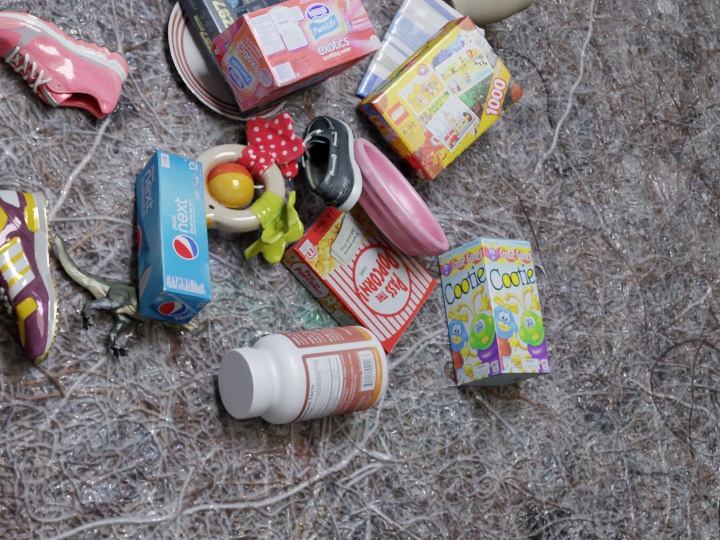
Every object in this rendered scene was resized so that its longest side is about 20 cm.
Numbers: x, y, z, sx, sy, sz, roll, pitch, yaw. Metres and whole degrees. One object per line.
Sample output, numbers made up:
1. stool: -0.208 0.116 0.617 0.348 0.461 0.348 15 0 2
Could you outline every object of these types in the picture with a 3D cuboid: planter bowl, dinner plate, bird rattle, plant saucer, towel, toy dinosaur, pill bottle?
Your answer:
1. planter bowl: 0.165 -0.473 1.706 0.134 0.200 0.201 -35 98 -13
2. dinner plate: -0.178 -0.298 1.472 0.199 0.024 0.201 13 67 -33
3. bird rattle: -0.145 -0.116 1.389 0.162 0.113 0.201 -1 69 -19
4. plant saucer: 0.045 -0.094 1.503 0.201 0.051 0.201 48 12 -14
5. towel: 0.095 -0.320 1.638 0.147 0.024 0.201 31 83 -24
6. toy dinosaur: -0.289 0.044 1.257 0.200 0.047 0.088 33 48 -23
7. pill bottle: -0.073 0.132 1.348 0.199 0.112 0.113 -3 77 -38

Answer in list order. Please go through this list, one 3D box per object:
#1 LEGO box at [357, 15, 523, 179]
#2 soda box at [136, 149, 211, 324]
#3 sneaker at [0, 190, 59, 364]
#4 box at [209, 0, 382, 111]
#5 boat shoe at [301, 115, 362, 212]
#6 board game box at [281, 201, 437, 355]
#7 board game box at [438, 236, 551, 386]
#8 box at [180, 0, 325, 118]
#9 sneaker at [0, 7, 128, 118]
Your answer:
1. LEGO box: 0.120 -0.256 1.599 0.200 0.077 0.149 -44 106 -11
2. soda box: -0.228 -0.041 1.289 0.064 0.068 0.201 14 53 -33
3. sneaker: -0.389 0.008 1.180 0.090 0.075 0.201 -1 69 -29
4. box: -0.083 -0.296 1.403 0.200 0.094 0.103 -31 97 -39
5. boat shoe: -0.048 -0.159 1.448 0.060 0.076 0.200 26 23 -31
6. board game box: 0.000 0.000 1.491 0.200 0.046 0.152 48 52 -15
7. board game box: 0.197 0.063 1.584 0.103 0.105 0.201 4 72 -36
8. box: -0.141 -0.328 1.463 0.157 0.051 0.201 -33 97 -40
9. sneaker: -0.372 -0.243 1.272 0.199 0.074 0.087 18 66 -32
